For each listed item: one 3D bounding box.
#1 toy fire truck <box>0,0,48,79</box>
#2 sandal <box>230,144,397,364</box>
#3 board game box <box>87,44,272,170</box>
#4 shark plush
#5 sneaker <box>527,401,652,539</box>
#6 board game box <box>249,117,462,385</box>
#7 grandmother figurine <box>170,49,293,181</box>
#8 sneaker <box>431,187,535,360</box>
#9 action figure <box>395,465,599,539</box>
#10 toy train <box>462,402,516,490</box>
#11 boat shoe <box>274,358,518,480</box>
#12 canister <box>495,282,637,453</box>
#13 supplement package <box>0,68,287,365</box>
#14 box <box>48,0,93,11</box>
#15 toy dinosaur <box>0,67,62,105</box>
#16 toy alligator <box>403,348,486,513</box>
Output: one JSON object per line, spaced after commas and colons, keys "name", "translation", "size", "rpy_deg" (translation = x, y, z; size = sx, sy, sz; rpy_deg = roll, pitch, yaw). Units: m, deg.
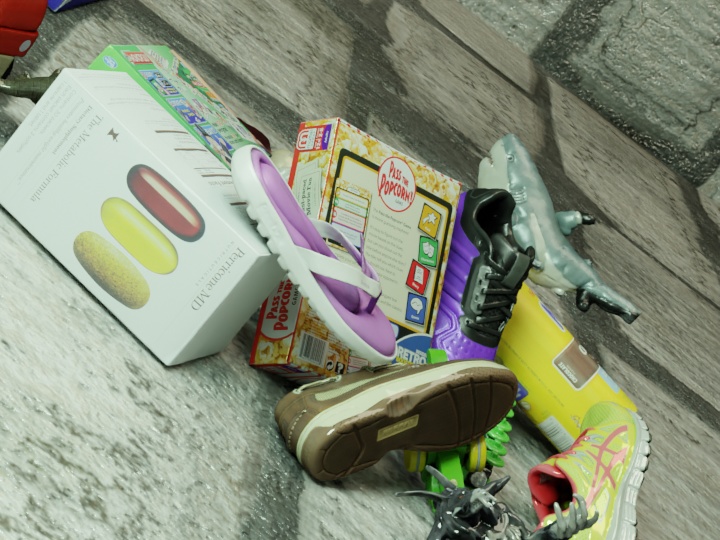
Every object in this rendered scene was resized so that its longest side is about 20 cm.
{"name": "toy fire truck", "translation": [-0.302, -0.266, 1.653], "size": [0.176, 0.200, 0.129], "rpy_deg": [44, 17, 18]}
{"name": "sandal", "translation": [-0.021, -0.010, 1.492], "size": [0.203, 0.050, 0.082], "rpy_deg": [51, 21, -28]}
{"name": "board game box", "translation": [-0.142, -0.126, 1.692], "size": [0.135, 0.029, 0.200], "rpy_deg": [45, 9, 1]}
{"name": "shark plush", "translation": [0.174, -0.030, 1.876], "size": [0.200, 0.083, 0.091], "rpy_deg": [46, 0, 24]}
{"name": "sneaker", "translation": [0.183, 0.170, 1.725], "size": [0.090, 0.078, 0.200], "rpy_deg": [25, 36, -7]}
{"name": "board game box", "translation": [0.000, 0.000, 1.645], "size": [0.046, 0.200, 0.151], "rpy_deg": [-4, -22, 45]}
{"name": "grandmother figurine", "translation": [-0.125, -0.130, 1.947], "size": [0.200, 0.061, 0.121], "rpy_deg": [38, 24, 3]}
{"name": "sneaker", "translation": [0.099, 0.016, 1.736], "size": [0.070, 0.099, 0.200], "rpy_deg": [24, 55, -41]}
{"name": "action figure", "translation": [0.119, 0.206, 1.477], "size": [0.200, 0.102, 0.119], "rpy_deg": [46, 48, 8]}
{"name": "toy train", "translation": [0.095, 0.135, 1.748], "size": [0.056, 0.042, 0.200], "rpy_deg": [29, 16, 0]}
{"name": "boat shoe", "translation": [0.026, 0.093, 1.547], "size": [0.202, 0.075, 0.075], "rpy_deg": [-10, 36, -39]}
{"name": "canister", "translation": [0.153, 0.075, 1.884], "size": [0.200, 0.087, 0.149], "rpy_deg": [48, 1, 0]}
{"name": "supplement package", "translation": [-0.156, -0.041, 1.524], "size": [0.200, 0.114, 0.110], "rpy_deg": [43, 15, 11]}
{"name": "box", "translation": [-0.319, -0.362, 2.056], "size": [0.200, 0.105, 0.184], "rpy_deg": [40, 16, 0]}
{"name": "toy dinosaur", "translation": [-0.212, -0.124, 1.635], "size": [0.102, 0.077, 0.200], "rpy_deg": [19, -23, 44]}
{"name": "toy alligator", "translation": [0.063, 0.152, 1.600], "size": [0.059, 0.054, 0.200], "rpy_deg": [2, 52, -10]}
